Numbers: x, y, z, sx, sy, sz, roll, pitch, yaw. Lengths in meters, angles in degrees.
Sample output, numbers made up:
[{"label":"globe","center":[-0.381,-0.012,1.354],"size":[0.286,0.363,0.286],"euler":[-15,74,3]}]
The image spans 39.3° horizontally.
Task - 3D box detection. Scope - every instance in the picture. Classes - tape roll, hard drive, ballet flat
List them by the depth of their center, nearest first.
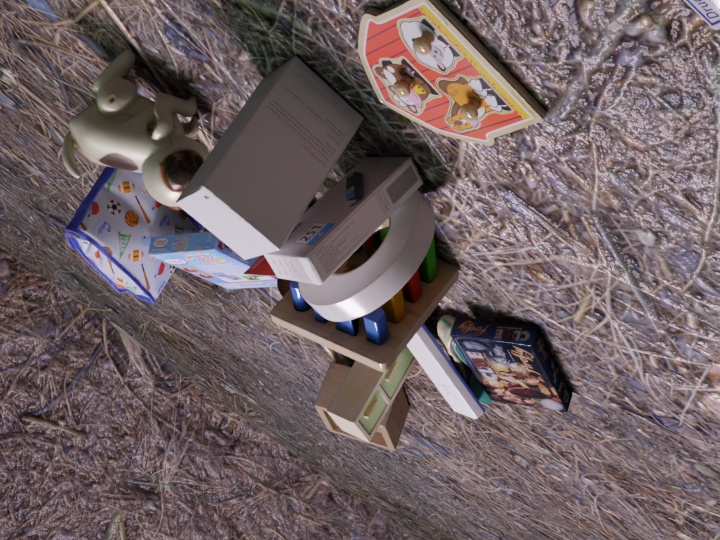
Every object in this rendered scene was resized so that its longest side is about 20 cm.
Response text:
[{"label":"tape roll","center":[0.006,-0.027,1.272],"size":[0.037,0.204,0.201],"euler":[43,158,-30]},{"label":"ballet flat","center":[0.174,0.139,1.624],"size":[0.062,0.067,0.201],"euler":[41,164,44]},{"label":"hard drive","center":[0.120,0.147,1.639],"size":[0.201,0.025,0.132],"euler":[54,170,-5]}]

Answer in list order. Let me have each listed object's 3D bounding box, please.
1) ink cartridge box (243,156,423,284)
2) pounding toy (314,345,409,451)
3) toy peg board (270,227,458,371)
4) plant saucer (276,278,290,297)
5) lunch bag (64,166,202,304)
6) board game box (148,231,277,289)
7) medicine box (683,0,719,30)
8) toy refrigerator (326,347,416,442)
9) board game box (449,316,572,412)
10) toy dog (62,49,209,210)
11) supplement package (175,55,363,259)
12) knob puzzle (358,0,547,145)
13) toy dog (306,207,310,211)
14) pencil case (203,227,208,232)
[{"label":"ink cartridge box","center":[-0.044,-0.066,1.253],"size":[0.175,0.200,0.045],"euler":[5,133,51]},{"label":"pounding toy","center":[-0.009,0.252,2.084],"size":[0.197,0.144,0.185],"euler":[14,156,17]},{"label":"toy peg board","center":[0.001,0.005,1.389],"size":[0.198,0.199,0.099],"euler":[21,142,30]},{"label":"plant saucer","center":[-0.034,0.036,1.591],"size":[0.197,0.037,0.201],"euler":[19,-157,-8]},{"label":"lunch bag","center":[-0.390,-0.075,1.687],"size":[0.122,0.172,0.201],"euler":[12,153,34]},{"label":"board game box","center":[-0.230,-0.014,1.679],"size":[0.149,0.037,0.199],"euler":[-3,162,34]},{"label":"medicine box","center":[0.217,-0.258,0.552],"size":[0.181,0.104,0.200],"euler":[38,160,-13]},{"label":"toy refrigerator","center":[0.030,0.182,1.719],"size":[0.069,0.201,0.076],"euler":[18,156,34]},{"label":"board game box","center":[0.231,0.144,1.533],"size":[0.134,0.035,0.201],"euler":[6,148,33]},{"label":"toy dog","center":[-0.300,-0.178,1.422],"size":[0.199,0.194,0.140],"euler":[38,149,4]},{"label":"supplement package","center":[-0.109,-0.131,1.204],"size":[0.117,0.201,0.117],"euler":[40,159,-19]},{"label":"knob puzzle","center":[0.069,-0.191,1.045],"size":[0.218,0.031,0.220],"euler":[29,160,11]},{"label":"toy dog","center":[-0.142,-0.081,1.532],"size":[0.200,0.132,0.096],"euler":[46,-172,-14]},{"label":"pencil case","center":[-0.205,-0.079,1.652],"size":[0.083,0.086,0.200],"euler":[52,161,1]}]
